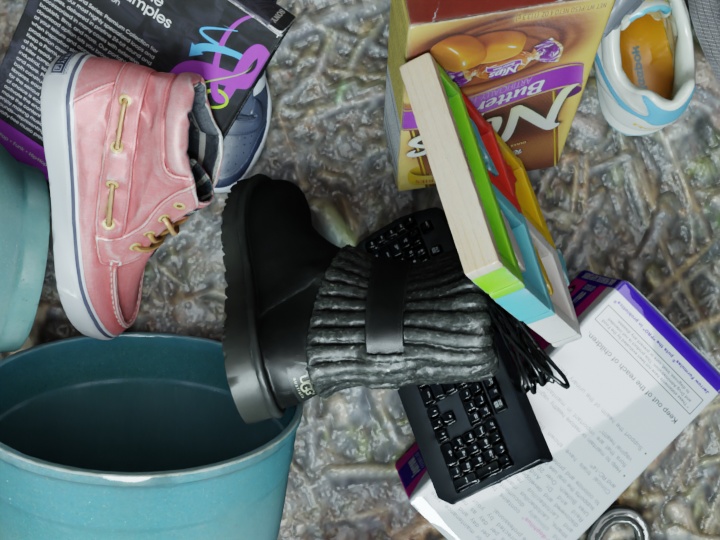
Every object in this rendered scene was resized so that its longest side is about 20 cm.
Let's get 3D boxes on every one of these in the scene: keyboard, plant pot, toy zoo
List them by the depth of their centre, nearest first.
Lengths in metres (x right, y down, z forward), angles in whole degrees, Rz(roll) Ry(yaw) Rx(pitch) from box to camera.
[{"bbox_3d":[0.086,-0.031,0.682,0.020,0.200,0.132,-23,66,18],"label":"toy zoo"},{"bbox_3d":[-0.269,-0.015,0.701,0.134,0.200,0.201,8,94,-29],"label":"plant pot"},{"bbox_3d":[-0.142,0.162,0.719,0.199,0.200,0.189,4,109,-5],"label":"plant pot"},{"bbox_3d":[0.060,0.039,0.733,0.104,0.040,0.201,-28,60,12],"label":"keyboard"}]

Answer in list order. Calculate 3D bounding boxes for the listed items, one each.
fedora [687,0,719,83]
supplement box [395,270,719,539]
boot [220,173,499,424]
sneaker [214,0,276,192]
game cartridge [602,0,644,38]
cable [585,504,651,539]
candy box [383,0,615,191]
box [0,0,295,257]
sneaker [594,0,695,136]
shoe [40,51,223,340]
[{"bbox_3d":[0.303,-0.164,0.773,0.177,0.090,0.200,-31,84,-5],"label":"fedora"},{"bbox_3d":[0.130,0.107,0.774,0.103,0.101,0.200,43,89,-6],"label":"supplement box"},{"bbox_3d":[0.001,0.002,0.705,0.157,0.212,0.080,-15,132,7],"label":"boot"},{"bbox_3d":[-0.085,-0.150,0.734,0.070,0.109,0.201,9,93,-5],"label":"sneaker"},{"bbox_3d":[0.170,-0.254,0.734,0.133,0.042,0.200,41,79,13],"label":"game cartridge"},{"bbox_3d":[0.167,0.271,0.831,0.097,0.050,0.201,-1,82,12],"label":"cable"},{"bbox_3d":[0.077,-0.123,0.705,0.116,0.200,0.057,-10,69,-4],"label":"candy box"},{"bbox_3d":[-0.147,-0.118,0.717,0.143,0.036,0.200,34,127,-6],"label":"box"},{"bbox_3d":[0.178,-0.193,0.766,0.076,0.081,0.201,-19,89,-2],"label":"sneaker"},{"bbox_3d":[-0.135,-0.035,0.702,0.091,0.072,0.201,9,125,9],"label":"shoe"}]
